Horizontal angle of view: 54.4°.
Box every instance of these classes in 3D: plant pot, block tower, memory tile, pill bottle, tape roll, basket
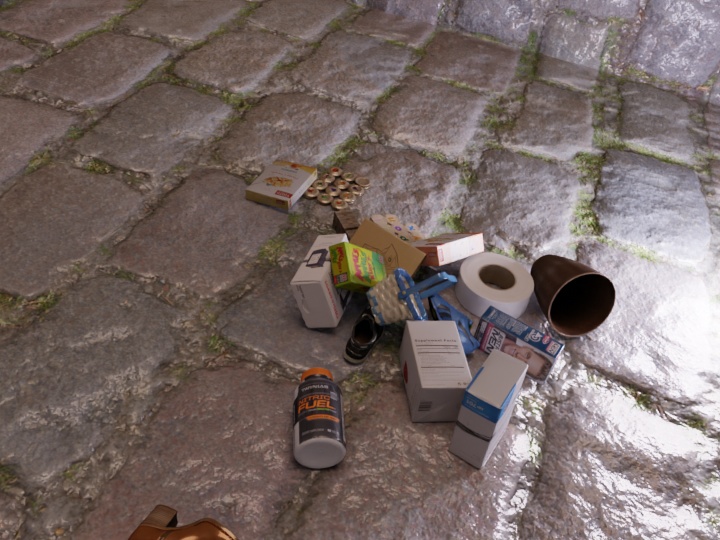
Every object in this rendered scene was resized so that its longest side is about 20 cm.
[{"bbox_3d":[0.531,0.043,1.839,0.186,0.187,0.200,-3,28,-15],"label":"plant pot"},{"bbox_3d":[-0.021,-0.094,1.957,0.054,0.058,0.200,-9,42,-21],"label":"block tower"},{"bbox_3d":[-0.071,-0.255,2.160,0.153,0.017,0.200,25,42,16],"label":"memory tile"},{"bbox_3d":[-0.088,0.298,1.453,0.106,0.106,0.200,3,41,-9],"label":"pill bottle"},{"bbox_3d":[0.355,0.041,1.867,0.202,0.071,0.203,5,41,-5],"label":"tape roll"},{"bbox_3d":[0.128,0.058,1.671,0.200,0.176,0.139,-30,76,14],"label":"basket"}]

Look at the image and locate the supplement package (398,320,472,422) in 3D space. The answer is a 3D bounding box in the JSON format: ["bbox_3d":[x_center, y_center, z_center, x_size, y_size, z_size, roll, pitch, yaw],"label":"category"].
[{"bbox_3d":[0.165,0.224,1.577,0.119,0.121,0.200,1,41,-10],"label":"supplement package"}]

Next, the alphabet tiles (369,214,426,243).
[{"bbox_3d":[0.108,-0.086,1.972,0.195,0.015,0.200,-6,49,-38],"label":"alphabet tiles"}]

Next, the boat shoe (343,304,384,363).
[{"bbox_3d":[0.019,0.138,1.689,0.072,0.068,0.200,19,37,9],"label":"boat shoe"}]

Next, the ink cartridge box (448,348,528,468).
[{"bbox_3d":[0.266,0.289,1.463,0.086,0.200,0.146,27,43,20],"label":"ink cartridge box"}]

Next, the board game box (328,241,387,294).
[{"bbox_3d":[0.000,0.000,1.718,0.048,0.200,0.102,-17,74,26],"label":"board game box"}]

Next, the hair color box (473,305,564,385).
[{"bbox_3d":[0.375,0.179,1.688,0.200,0.100,0.061,29,45,21],"label":"hair color box"}]

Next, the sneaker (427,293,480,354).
[{"bbox_3d":[0.229,0.124,1.735,0.078,0.066,0.200,-22,52,-6],"label":"sneaker"}]

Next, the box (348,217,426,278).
[{"bbox_3d":[0.048,-0.023,1.830,0.200,0.021,0.164,33,90,22],"label":"box"}]

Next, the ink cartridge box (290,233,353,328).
[{"bbox_3d":[-0.083,0.025,1.724,0.084,0.145,0.200,-3,35,23],"label":"ink cartridge box"}]

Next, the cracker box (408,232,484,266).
[{"bbox_3d":[0.220,-0.059,1.891,0.200,0.058,0.134,-18,14,-43],"label":"cracker box"}]

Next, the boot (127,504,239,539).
[{"bbox_3d":[-0.314,0.496,1.198,0.200,0.077,0.155,17,39,12],"label":"boot"}]

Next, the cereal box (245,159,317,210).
[{"bbox_3d":[-0.235,-0.261,2.107,0.144,0.040,0.200,15,40,16],"label":"cereal box"}]
